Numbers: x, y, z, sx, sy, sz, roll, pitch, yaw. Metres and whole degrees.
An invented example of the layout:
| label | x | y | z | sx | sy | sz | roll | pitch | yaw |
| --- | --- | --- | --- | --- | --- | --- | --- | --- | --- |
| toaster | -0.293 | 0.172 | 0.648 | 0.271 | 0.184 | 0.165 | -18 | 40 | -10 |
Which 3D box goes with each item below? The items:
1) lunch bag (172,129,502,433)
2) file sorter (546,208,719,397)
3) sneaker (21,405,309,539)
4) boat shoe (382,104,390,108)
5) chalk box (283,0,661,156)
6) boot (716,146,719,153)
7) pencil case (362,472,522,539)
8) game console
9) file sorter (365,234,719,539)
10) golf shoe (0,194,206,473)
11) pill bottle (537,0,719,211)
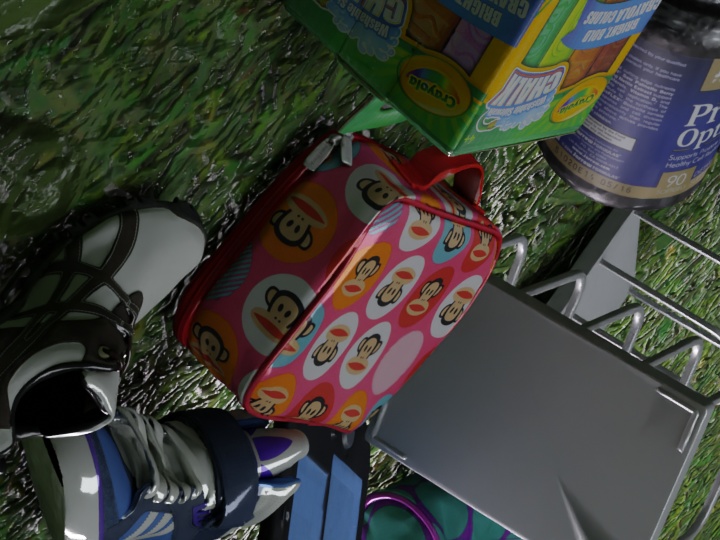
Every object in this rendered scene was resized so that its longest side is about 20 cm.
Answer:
| label | x | y | z | sx | sy | sz | roll | pitch | yaw |
| --- | --- | --- | --- | --- | --- | --- | --- | --- | --- |
| lunch bag | 0.000 | 0.000 | 1.388 | 0.176 | 0.082 | 0.200 | -51 | 158 | 7 |
| file sorter | 0.184 | 0.079 | 1.769 | 0.200 | 0.124 | 0.139 | -54 | 162 | -20 |
| sneaker | -0.098 | 0.098 | 1.325 | 0.146 | 0.081 | 0.200 | -20 | 161 | -11 |
| boat shoe | 0.093 | -0.146 | 1.327 | 0.199 | 0.068 | 0.074 | -43 | 159 | -11 |
| chalk box | 0.059 | -0.138 | 1.199 | 0.125 | 0.124 | 0.200 | -16 | 143 | -52 |
| boot | 0.275 | -0.158 | 1.583 | 0.162 | 0.074 | 0.199 | -10 | 145 | 1 |
| pencil case | 0.077 | 0.186 | 1.851 | 0.200 | 0.092 | 0.085 | -12 | 140 | -55 |
| game console | -0.031 | 0.169 | 1.547 | 0.177 | 0.031 | 0.201 | 62 | 33 | -69 |
| file sorter | 0.133 | 0.083 | 1.588 | 0.124 | 0.199 | 0.139 | -20 | 136 | -57 |
| golf shoe | -0.133 | 0.035 | 1.181 | 0.200 | 0.094 | 0.078 | -32 | 153 | -38 |
| pill bottle | 0.176 | -0.138 | 1.441 | 0.112 | 0.112 | 0.200 | -32 | 154 | -35 |
